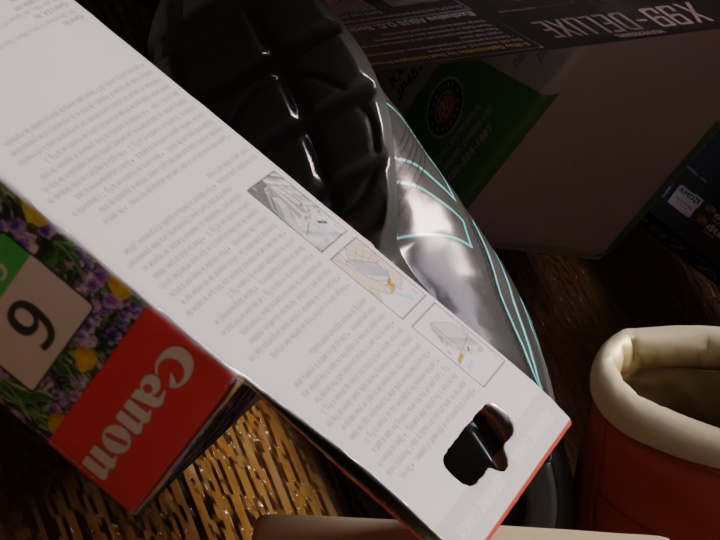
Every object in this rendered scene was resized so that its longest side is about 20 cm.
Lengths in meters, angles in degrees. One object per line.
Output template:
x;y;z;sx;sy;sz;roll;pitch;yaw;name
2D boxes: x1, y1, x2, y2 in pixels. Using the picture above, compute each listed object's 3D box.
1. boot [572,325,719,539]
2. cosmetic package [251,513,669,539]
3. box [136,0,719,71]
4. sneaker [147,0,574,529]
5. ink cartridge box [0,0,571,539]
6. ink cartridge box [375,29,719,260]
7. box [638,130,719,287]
0.146;0.080;0.787;0.200;0.107;0.075;17;41;24;boot
0.016;0.140;0.609;0.200;0.103;0.073;-83;175;-59;cosmetic package
-0.003;-0.114;0.831;0.158;0.200;0.050;29;67;-41;box
0.000;0.000;0.844;0.200;0.075;0.079;64;15;3;sneaker
-0.050;0.005;0.704;0.200;0.050;0.109;40;24;4;ink cartridge box
0.060;-0.128;1.000;0.083;0.147;0.200;6;48;-34;ink cartridge box
0.187;-0.055;1.076;0.200;0.160;0.044;38;-4;0;box
